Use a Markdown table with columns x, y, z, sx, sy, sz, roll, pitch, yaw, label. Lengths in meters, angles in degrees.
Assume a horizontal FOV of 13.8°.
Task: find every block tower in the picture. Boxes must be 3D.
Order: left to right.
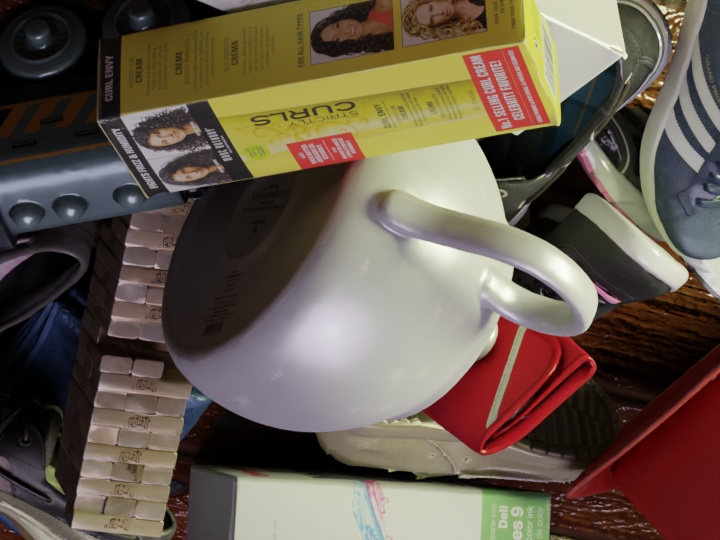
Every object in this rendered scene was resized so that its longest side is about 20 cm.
| x | y | z | sx | sy | sz | roll | pitch | yaw | label |
| --- | --- | --- | --- | --- | --- | --- | --- | --- | --- |
| -0.119 | 0.040 | 1.605 | 0.054 | 0.058 | 0.200 | 7 | 104 | -20 | block tower |

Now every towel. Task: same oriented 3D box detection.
| x | y | z | sx | sy | sz | roll | pitch | yaw | label |
| --- | --- | --- | --- | --- | --- | --- | --- | --- | --- |
| -0.168 | 0.087 | 1.729 | 0.112 | 0.049 | 0.200 | 40 | 133 | -4 | towel |

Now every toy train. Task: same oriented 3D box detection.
| x | y | z | sx | sy | sz | roll | pitch | yaw | label |
| --- | --- | --- | --- | --- | --- | --- | --- | --- | --- |
| -0.150 | -0.070 | 1.484 | 0.200 | 0.114 | 0.085 | -9 | 146 | 5 | toy train |

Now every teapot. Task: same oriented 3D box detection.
| x | y | z | sx | sy | sz | roll | pitch | yaw | label |
| --- | --- | --- | --- | --- | --- | --- | --- | --- | --- |
| 0.009 | 0.003 | 1.460 | 0.146 | 0.200 | 0.197 | 31 | 115 | -24 | teapot |

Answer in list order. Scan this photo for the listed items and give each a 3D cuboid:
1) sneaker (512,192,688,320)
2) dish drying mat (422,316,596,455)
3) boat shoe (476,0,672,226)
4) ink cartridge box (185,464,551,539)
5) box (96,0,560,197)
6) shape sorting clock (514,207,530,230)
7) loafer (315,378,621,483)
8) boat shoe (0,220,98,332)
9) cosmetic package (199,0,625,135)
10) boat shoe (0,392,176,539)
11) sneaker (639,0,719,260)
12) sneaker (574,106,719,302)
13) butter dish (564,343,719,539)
| x | y | z | sx | sy | sz | roll | pitch | yaw | label |
| --- | --- | --- | --- | --- | --- | --- | --- | --- | --- |
| 0.107 | 0.016 | 1.585 | 0.071 | 0.099 | 0.200 | 42 | 173 | -8 | sneaker |
| 0.049 | 0.037 | 1.536 | 0.077 | 0.200 | 0.018 | -43 | 118 | -5 | dish drying mat |
| 0.077 | -0.064 | 1.512 | 0.200 | 0.066 | 0.070 | -38 | 90 | 34 | boat shoe |
| 0.001 | 0.168 | 1.826 | 0.200 | 0.088 | 0.145 | 3 | 178 | -13 | ink cartridge box |
| -0.014 | -0.086 | 1.353 | 0.200 | 0.050 | 0.075 | -10 | 148 | 12 | box |
| 0.000 | 0.000 | 1.655 | 0.200 | 0.039 | 0.200 | -18 | 144 | -14 | shape sorting clock |
| 0.060 | 0.089 | 1.788 | 0.200 | 0.076 | 0.068 | 11 | 148 | -18 | loafer |
| -0.214 | 0.011 | 1.643 | 0.067 | 0.057 | 0.200 | 22 | 137 | -35 | boat shoe |
| 0.020 | -0.154 | 1.395 | 0.200 | 0.108 | 0.085 | 23 | 137 | -33 | cosmetic package |
| -0.189 | 0.101 | 1.672 | 0.201 | 0.072 | 0.066 | 40 | 120 | -18 | boat shoe |
| 0.197 | -0.075 | 1.500 | 0.075 | 0.085 | 0.200 | -14 | 131 | -23 | sneaker |
| 0.180 | -0.056 | 1.608 | 0.086 | 0.080 | 0.200 | -46 | 131 | 9 | sneaker |
| 0.259 | 0.115 | 1.748 | 0.200 | 0.148 | 0.199 | -14 | 158 | -44 | butter dish |
